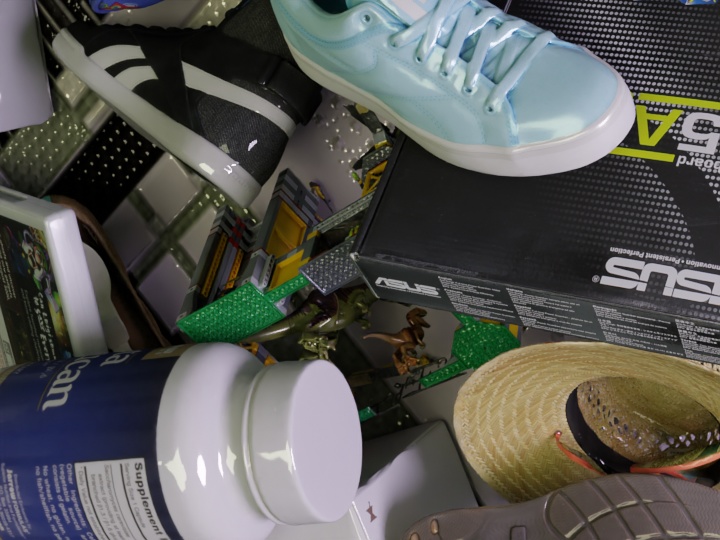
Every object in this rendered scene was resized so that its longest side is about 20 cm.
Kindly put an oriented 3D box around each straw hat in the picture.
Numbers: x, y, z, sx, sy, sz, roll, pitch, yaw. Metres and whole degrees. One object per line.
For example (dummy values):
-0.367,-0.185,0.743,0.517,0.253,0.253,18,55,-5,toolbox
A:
0.149,0.068,0.780,0.199,0.086,0.202,16,144,12,straw hat

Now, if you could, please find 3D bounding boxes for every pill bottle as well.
-0.105,0.096,0.811,0.198,0.111,0.112,-7,102,24,pill bottle

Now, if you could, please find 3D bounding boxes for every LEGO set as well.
0.000,0.000,0.855,0.153,0.116,0.200,38,129,-20,LEGO set

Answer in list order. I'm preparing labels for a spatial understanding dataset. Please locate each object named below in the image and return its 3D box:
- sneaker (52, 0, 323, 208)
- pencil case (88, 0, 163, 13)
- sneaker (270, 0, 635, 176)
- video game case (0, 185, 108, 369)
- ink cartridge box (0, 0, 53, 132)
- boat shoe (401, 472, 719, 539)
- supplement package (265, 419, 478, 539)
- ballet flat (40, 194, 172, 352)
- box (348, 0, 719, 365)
-0.089,-0.121,0.878,0.112,0.073,0.200,-50,49,-3,sneaker
-0.144,-0.247,0.854,0.087,0.078,0.202,-8,103,56,pencil case
0.030,-0.105,0.699,0.199,0.082,0.074,22,71,32,sneaker
-0.205,0.043,0.957,0.181,0.023,0.202,18,124,51,video game case
-0.313,-0.120,0.951,0.198,0.146,0.085,1,104,28,ink cartridge box
0.116,0.146,0.777,0.198,0.073,0.075,-7,71,28,boat shoe
-0.034,0.184,0.901,0.199,0.121,0.121,-20,95,33,supplement package
-0.151,0.041,0.947,0.067,0.072,0.201,-26,87,-12,ballet flat
0.118,-0.062,0.714,0.198,0.194,0.048,11,153,27,box
